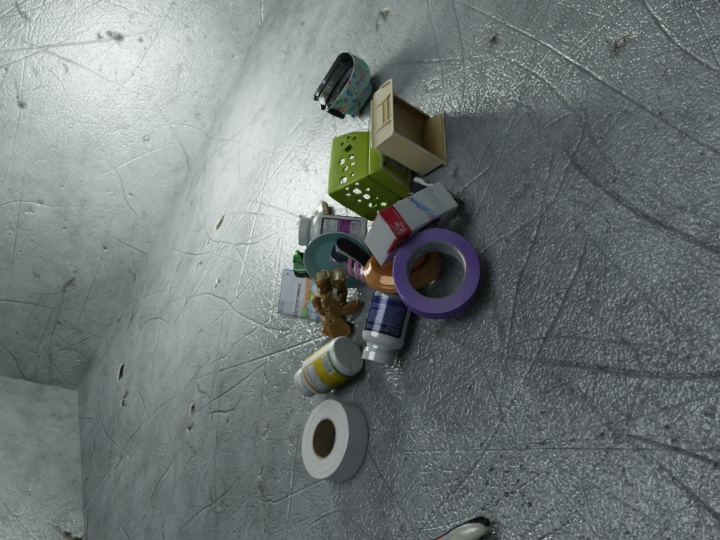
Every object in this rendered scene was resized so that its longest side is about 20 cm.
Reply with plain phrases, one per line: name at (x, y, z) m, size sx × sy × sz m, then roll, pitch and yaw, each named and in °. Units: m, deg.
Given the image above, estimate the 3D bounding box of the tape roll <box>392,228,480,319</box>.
tape roll at (0.175, 0.008, 1.374) m, size 0.198 × 0.066 × 0.202 m, roll -3°, pitch 72°, yaw 9°

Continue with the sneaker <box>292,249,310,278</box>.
sneaker at (-0.110, -0.034, 1.788) m, size 0.078 × 0.198 × 0.086 m, roll -94°, pitch -6°, yaw -63°

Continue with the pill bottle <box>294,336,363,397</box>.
pill bottle at (-0.094, 0.274, 1.645) m, size 0.200 × 0.112 × 0.114 m, roll -38°, pitch 45°, yaw 35°

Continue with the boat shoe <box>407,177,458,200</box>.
boat shoe at (0.188, -0.194, 1.560) m, size 0.061 × 0.075 × 0.200 m, roll -63°, pitch 24°, yaw 6°

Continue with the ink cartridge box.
ink cartridge box at (0.122, -0.113, 1.450) m, size 0.086 × 0.199 × 0.148 m, roll 56°, pitch 155°, yaw 16°

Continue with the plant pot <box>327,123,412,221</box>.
plant pot at (0.039, -0.286, 1.702) m, size 0.180 × 0.199 × 0.201 m, roll -19°, pitch 58°, yaw 38°

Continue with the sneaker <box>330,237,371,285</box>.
sneaker at (0.000, 0.000, 1.645) m, size 0.200 × 0.070 × 0.082 m, roll 43°, pitch 133°, yaw 8°

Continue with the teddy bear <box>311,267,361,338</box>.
teddy bear at (-0.073, 0.091, 1.712) m, size 0.144 × 0.067 × 0.202 m, roll -25°, pitch 90°, yaw 5°

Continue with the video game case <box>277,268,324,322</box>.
video game case at (-0.163, 0.077, 1.831) m, size 0.198 × 0.018 × 0.145 m, roll 8°, pitch 89°, yaw 30°

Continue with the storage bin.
storage bin at (0.132, -0.389, 1.624) m, size 0.093 × 0.199 × 0.201 m, roll -29°, pitch 50°, yaw 44°

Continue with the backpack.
backpack at (-0.050, -0.634, 2.035) m, size 0.201 × 0.149 × 0.178 m, roll -59°, pitch 38°, yaw 25°

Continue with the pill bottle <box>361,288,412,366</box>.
pill bottle at (0.067, 0.135, 1.506) m, size 0.111 × 0.110 × 0.202 m, roll 1°, pitch 73°, yaw 53°

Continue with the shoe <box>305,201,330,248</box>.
shoe at (-0.145, -0.145, 1.986) m, size 0.070 × 0.053 × 0.202 m, roll -15°, pitch 60°, yaw 48°

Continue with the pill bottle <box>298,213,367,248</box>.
pill bottle at (-0.079, -0.107, 1.738) m, size 0.112 × 0.197 × 0.114 m, roll 5°, pitch -90°, yaw -88°

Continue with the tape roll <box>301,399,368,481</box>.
tape roll at (-0.070, 0.444, 1.560) m, size 0.202 × 0.070 × 0.205 m, roll -29°, pitch 51°, yaw 43°

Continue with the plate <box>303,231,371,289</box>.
plate at (-0.065, -0.031, 1.707) m, size 0.200 × 0.199 × 0.026 m, roll -44°, pitch 23°, yaw 30°

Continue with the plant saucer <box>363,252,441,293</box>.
plant saucer at (0.103, -0.017, 1.496) m, size 0.198 × 0.038 × 0.201 m, roll -10°, pitch 34°, yaw 7°

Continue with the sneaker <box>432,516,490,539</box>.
sneaker at (0.192, 0.559, 1.169) m, size 0.200 × 0.070 × 0.094 m, roll -43°, pitch 60°, yaw 28°
